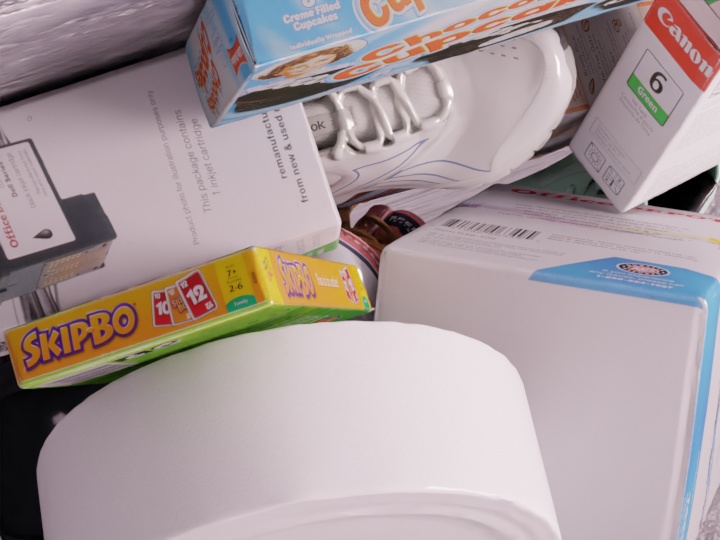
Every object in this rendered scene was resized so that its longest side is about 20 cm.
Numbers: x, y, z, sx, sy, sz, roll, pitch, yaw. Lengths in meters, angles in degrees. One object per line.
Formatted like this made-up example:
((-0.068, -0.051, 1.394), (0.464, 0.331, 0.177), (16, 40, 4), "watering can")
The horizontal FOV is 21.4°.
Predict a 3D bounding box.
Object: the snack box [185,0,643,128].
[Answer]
((0.044, -0.100, 0.643), (0.199, 0.037, 0.116), (-18, 178, -12), "snack box")

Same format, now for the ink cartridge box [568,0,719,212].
((0.181, -0.115, 0.889), (0.109, 0.050, 0.200), (-26, 159, -27), "ink cartridge box")

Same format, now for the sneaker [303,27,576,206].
((0.005, -0.065, 0.884), (0.200, 0.075, 0.087), (-19, 173, 23), "sneaker")

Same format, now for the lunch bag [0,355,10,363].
((-0.175, 0.024, 1.006), (0.200, 0.124, 0.170), (-9, -177, 45), "lunch bag")

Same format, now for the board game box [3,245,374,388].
((-0.057, 0.020, 0.741), (0.095, 0.030, 0.200), (-18, 172, 10), "board game box")

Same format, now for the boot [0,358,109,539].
((-0.120, 0.129, 0.869), (0.076, 0.169, 0.200), (-19, 167, -24), "boot")

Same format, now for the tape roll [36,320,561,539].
((-0.025, 0.098, 0.750), (0.202, 0.071, 0.203), (-10, 152, -5), "tape roll")

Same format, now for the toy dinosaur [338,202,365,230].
((-0.007, -0.054, 1.130), (0.106, 0.061, 0.200), (-17, -154, 31), "toy dinosaur")

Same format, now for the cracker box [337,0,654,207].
((0.085, -0.093, 1.012), (0.134, 0.058, 0.200), (-21, 178, 38), "cracker box")

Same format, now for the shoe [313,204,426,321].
((0.000, 0.000, 0.935), (0.091, 0.071, 0.200), (-51, 171, -16), "shoe")

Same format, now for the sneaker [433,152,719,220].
((0.105, -0.020, 1.039), (0.200, 0.074, 0.118), (-36, -171, -14), "sneaker")

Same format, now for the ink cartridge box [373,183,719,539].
((0.100, 0.051, 0.913), (0.146, 0.147, 0.200), (10, -166, 17), "ink cartridge box")

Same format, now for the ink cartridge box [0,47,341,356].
((-0.114, -0.020, 0.754), (0.199, 0.085, 0.146), (-18, 178, -1), "ink cartridge box")
